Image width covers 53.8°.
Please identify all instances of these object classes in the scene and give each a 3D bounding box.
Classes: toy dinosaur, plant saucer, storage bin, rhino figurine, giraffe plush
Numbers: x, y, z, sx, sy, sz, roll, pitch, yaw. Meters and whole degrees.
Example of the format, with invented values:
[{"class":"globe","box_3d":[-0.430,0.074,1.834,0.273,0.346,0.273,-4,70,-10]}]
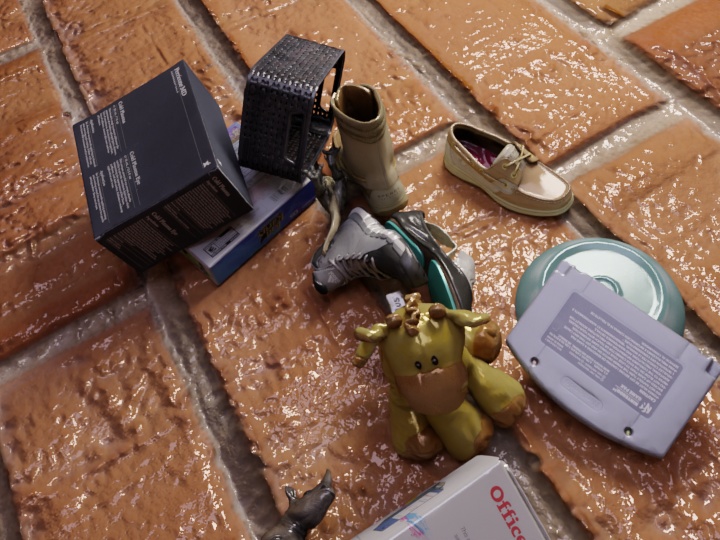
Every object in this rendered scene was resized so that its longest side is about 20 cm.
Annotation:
[{"class":"toy dinosaur","box_3d":[-0.040,-0.104,0.919,0.046,0.090,0.201,-10,27,9]},{"class":"plant saucer","box_3d":[0.283,0.033,0.838,0.195,0.036,0.204,-4,55,6]},{"class":"storage bin","box_3d":[-0.092,-0.227,0.980,0.092,0.138,0.201,16,34,3]},{"class":"rhino figurine","box_3d":[-0.075,0.283,0.692,0.059,0.087,0.202,36,58,-15]},{"class":"giraffe plush","box_3d":[0.074,0.090,0.720,0.171,0.162,0.201,-36,74,-5]}]

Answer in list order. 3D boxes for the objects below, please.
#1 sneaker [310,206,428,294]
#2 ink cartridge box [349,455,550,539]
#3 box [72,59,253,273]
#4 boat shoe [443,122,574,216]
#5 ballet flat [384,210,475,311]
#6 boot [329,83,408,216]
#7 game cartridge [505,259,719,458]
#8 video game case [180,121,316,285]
[{"class":"sneaker","box_3d":[0.000,0.000,0.871,0.115,0.076,0.200,-38,28,-5]},{"class":"ink cartridge box","box_3d":[0.074,0.281,0.632,0.197,0.088,0.147,-30,84,-11]},{"class":"box","box_3d":[-0.260,-0.136,0.933,0.179,0.104,0.203,-27,60,7]},{"class":"boat shoe","box_3d":[0.194,-0.138,0.955,0.197,0.067,0.074,28,63,26]},{"class":"ballet flat","box_3d":[0.101,-0.009,0.881,0.067,0.069,0.202,-19,54,-16]},{"class":"boot","box_3d":[-0.004,-0.186,0.958,0.071,0.157,0.201,-23,43,-4]},{"class":"game cartridge","box_3d":[0.262,0.098,0.762,0.199,0.041,0.134,37,83,21]},{"class":"video game case","box_3d":[-0.188,-0.101,1.005,0.180,0.046,0.200,36,67,28]}]
